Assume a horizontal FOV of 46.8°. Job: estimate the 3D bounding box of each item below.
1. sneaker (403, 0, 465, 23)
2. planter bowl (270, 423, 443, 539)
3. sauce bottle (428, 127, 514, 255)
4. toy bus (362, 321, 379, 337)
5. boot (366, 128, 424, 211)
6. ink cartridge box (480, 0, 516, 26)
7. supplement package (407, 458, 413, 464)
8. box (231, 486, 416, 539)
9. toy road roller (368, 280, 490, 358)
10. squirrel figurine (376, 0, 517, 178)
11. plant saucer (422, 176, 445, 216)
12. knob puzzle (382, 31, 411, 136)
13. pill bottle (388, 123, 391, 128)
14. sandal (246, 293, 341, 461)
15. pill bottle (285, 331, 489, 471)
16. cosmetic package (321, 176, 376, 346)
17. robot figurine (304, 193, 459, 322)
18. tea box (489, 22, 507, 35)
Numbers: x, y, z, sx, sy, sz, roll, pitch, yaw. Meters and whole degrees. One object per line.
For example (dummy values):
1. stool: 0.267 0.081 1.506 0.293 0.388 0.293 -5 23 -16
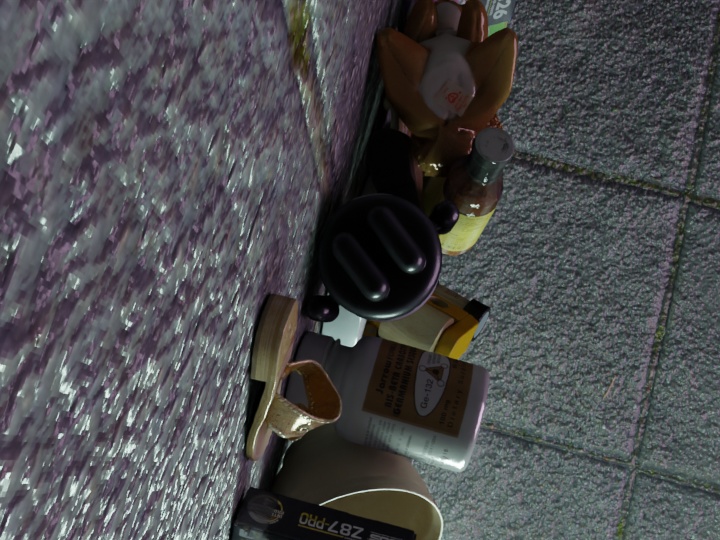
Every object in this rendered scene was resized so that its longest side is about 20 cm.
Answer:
1. sneaker: 0.096 -0.338 1.070 0.080 0.089 0.200 -32 169 20
2. planter bowl: -0.021 0.262 0.954 0.135 0.200 0.201 -113 -153 -50
3. sauce bottle: 0.119 -0.081 0.889 0.200 0.066 0.066 112 -5 -67
4. toy bus: 0.014 0.070 1.286 0.200 0.078 0.065 -64 166 -69
5. boot: 0.055 -0.063 0.977 0.075 0.073 0.200 -4 91 -63
6. ink cartridge box: 0.182 -0.418 1.158 0.198 0.200 0.047 94 -23 -63
7. supplement package: 0.013 0.201 1.200 0.200 0.155 0.111 80 27 -80
8. box: -0.046 0.304 0.791 0.049 0.161 0.200 -68 172 -55
9. toy road roller: 0.087 0.100 1.171 0.200 0.123 0.146 -19 135 -63
10. squirrel figurine: 0.095 -0.210 0.942 0.187 0.141 0.200 -91 174 -60
11. plant saucer: 0.078 -0.076 1.087 0.200 0.031 0.200 -155 -90 -88
12. knob puzzle: 0.049 -0.216 1.071 0.220 0.030 0.220 3 90 -79
13. pill bottle: 0.076 -0.112 1.237 0.116 0.115 0.200 -54 159 -78
14. sandal: -0.049 0.104 0.681 0.212 0.069 0.078 100 7 -49
15. pill bottle: 0.027 0.132 0.884 0.114 0.200 0.115 15 90 -85
16. cosmetic package: 0.000 0.000 1.072 0.151 0.052 0.200 98 9 -46
17. robot figurine: 0.023 -0.008 0.847 0.200 0.150 0.125 54 38 -84
18. tea box: 0.189 -0.470 1.357 0.200 0.133 0.197 -65 168 -65
